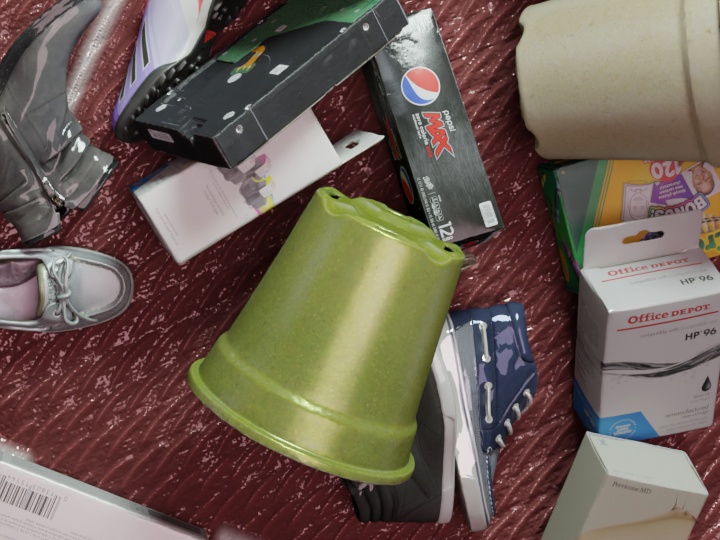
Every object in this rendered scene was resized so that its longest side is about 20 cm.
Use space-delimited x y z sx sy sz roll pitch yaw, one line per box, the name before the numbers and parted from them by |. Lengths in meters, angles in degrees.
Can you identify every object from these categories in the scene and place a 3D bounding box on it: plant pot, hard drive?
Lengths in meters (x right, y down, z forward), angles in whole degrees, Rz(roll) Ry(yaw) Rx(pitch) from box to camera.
plant pot | 0.234 -0.169 1.355 0.183 0.200 0.201 -6 100 20
hard drive | -0.072 -0.160 1.304 0.200 0.140 0.038 -43 121 -21
plant pot | -0.012 0.042 1.286 0.200 0.200 0.185 22 102 -14

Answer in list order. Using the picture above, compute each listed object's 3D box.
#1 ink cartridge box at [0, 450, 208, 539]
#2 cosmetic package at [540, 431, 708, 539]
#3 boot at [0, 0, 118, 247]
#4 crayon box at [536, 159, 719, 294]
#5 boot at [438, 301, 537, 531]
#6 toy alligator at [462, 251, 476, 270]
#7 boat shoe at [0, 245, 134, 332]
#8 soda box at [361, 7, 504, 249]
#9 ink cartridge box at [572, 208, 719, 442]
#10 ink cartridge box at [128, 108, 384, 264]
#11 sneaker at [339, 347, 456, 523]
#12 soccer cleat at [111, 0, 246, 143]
ink cartridge box | -0.256 0.274 1.392 0.199 0.045 0.177 24 91 -13
cosmetic package | 0.221 0.254 1.445 0.103 0.073 0.201 12 115 -14
boot | -0.248 -0.127 1.331 0.132 0.070 0.200 41 100 -9
crayon box | 0.271 -0.063 1.453 0.199 0.058 0.119 -17 100 -9
boot | 0.119 0.130 1.437 0.090 0.073 0.201 -11 98 -5
toy alligator | 0.000 0.000 1.410 0.199 0.059 0.054 -17 60 -9
boat shoe | -0.290 0.016 1.342 0.201 0.065 0.075 4 96 -12
soda box | 0.057 -0.115 1.372 0.063 0.071 0.201 -16 84 -9
ink cartridge box | 0.255 0.053 1.417 0.116 0.068 0.201 -11 127 -10
ink cartridge box | -0.089 -0.090 1.345 0.200 0.115 0.068 -32 103 -7
sneaker | 0.028 0.143 1.404 0.099 0.071 0.201 -9 118 -12
soccer cleat | -0.159 -0.201 1.351 0.073 0.068 0.200 37 101 21
